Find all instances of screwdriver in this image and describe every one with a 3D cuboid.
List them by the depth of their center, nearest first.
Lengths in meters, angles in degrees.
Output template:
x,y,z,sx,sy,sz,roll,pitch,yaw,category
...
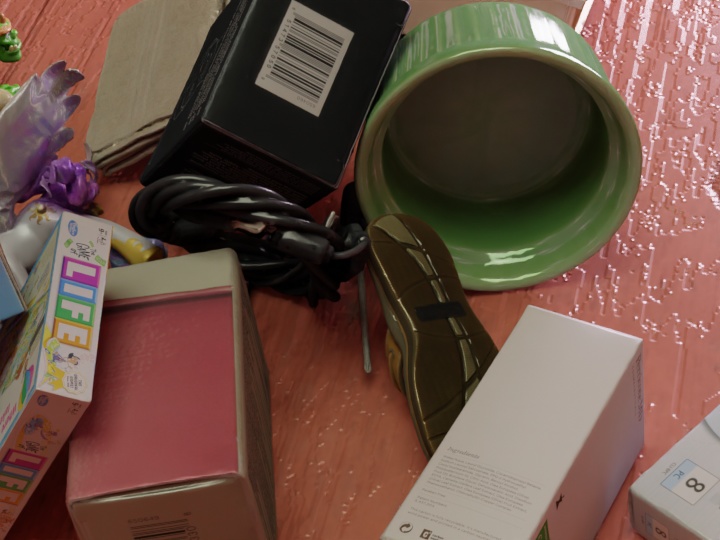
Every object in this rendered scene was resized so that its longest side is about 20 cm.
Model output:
x,y,z,sx,sy,sz,roll,pitch,yaw,category
0.000,0.000,1.178,0.028,0.029,0.200,-8,38,4,screwdriver

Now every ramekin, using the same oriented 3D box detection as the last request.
x,y,z,sx,sy,sz,roll,pitch,yaw,category
0.095,-0.093,1.146,0.200,0.200,0.098,-7,36,4,ramekin

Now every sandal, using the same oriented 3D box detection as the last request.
x,y,z,sx,sy,sz,roll,pitch,yaw,category
0.045,0.054,1.085,0.080,0.054,0.200,-2,58,-31,sandal

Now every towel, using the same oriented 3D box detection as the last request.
x,y,z,sx,sy,sz,roll,pitch,yaw,category
-0.164,-0.172,1.352,0.132,0.034,0.200,-21,44,28,towel

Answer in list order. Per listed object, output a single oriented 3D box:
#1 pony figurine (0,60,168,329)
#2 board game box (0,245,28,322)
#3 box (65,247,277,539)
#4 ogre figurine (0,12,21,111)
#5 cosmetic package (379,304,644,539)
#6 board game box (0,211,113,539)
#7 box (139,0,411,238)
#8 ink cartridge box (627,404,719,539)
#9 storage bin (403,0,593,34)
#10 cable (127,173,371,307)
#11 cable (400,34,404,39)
x,y,z,sx,sy,sz,roll,pitch,yaw,category
-0.243,-0.034,1.199,0.200,0.167,0.193,36,66,20,pony figurine
-0.331,0.007,1.027,0.200,0.097,0.159,-24,17,-12,board game box
-0.118,0.103,1.025,0.109,0.128,0.200,-10,42,2,box
-0.331,-0.158,1.351,0.098,0.120,0.200,-3,44,8,ogre figurine
0.097,0.131,0.969,0.085,0.108,0.200,17,51,27,cosmetic package
-0.213,0.075,1.022,0.034,0.200,0.135,17,49,-20,board game box
-0.066,-0.124,1.164,0.107,0.200,0.149,26,74,-14,box
0.287,0.144,0.957,0.160,0.047,0.200,-36,46,-25,ink cartridge box
0.107,-0.272,1.361,0.200,0.094,0.199,18,45,8,storage bin
-0.084,-0.018,1.116,0.163,0.200,0.051,14,80,-12,cable
-0.039,-0.182,1.367,0.163,0.051,0.200,4,42,9,cable
